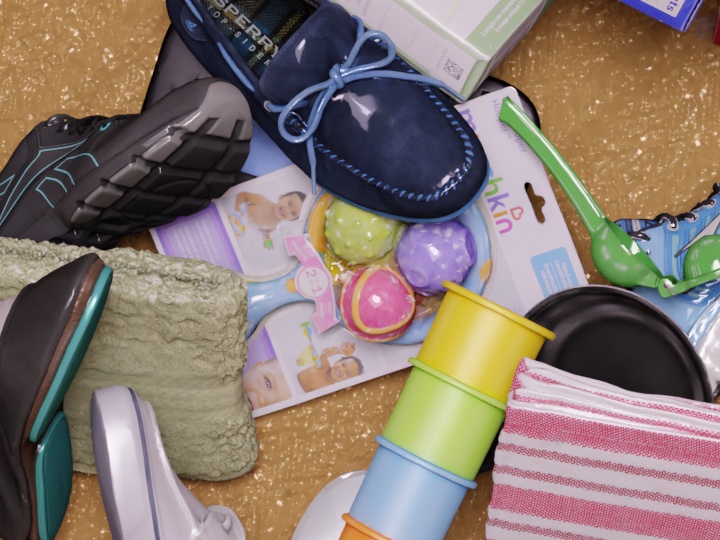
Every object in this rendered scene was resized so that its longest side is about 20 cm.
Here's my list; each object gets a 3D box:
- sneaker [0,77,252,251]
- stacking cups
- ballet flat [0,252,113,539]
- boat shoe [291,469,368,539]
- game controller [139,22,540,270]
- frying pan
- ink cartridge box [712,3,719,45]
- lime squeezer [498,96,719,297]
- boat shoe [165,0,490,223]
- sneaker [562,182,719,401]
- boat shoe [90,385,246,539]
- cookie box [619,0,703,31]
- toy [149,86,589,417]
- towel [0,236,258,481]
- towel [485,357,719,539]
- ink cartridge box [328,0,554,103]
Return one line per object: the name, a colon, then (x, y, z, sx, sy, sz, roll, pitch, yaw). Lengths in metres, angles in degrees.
sneaker: (-0.132, -0.048, 1.139, 0.200, 0.075, 0.080, -34, 62, 35)
stacking cups: (0.022, 0.106, 1.094, 0.060, 0.061, 0.201, 26, 92, 7)
ballet flat: (-0.165, 0.061, 1.095, 0.068, 0.201, 0.068, 20, 44, 2)
boat shoe: (-0.008, 0.198, 1.142, 0.070, 0.064, 0.201, 7, 85, 5)
game controller: (-0.012, -0.067, 1.172, 0.199, 0.042, 0.105, 18, 99, 6)
frying pan: (0.098, 0.088, 1.128, 0.115, 0.031, 0.190, 47, 121, 15)
ink cartridge box: (0.246, -0.197, 1.113, 0.084, 0.145, 0.201, 24, 87, 8)
lime squeezer: (0.154, -0.020, 1.094, 0.199, 0.038, 0.071, 16, 83, 14)
boat shoe: (-0.028, -0.091, 1.105, 0.199, 0.069, 0.084, 32, 76, 23)
sneaker: (0.167, -0.012, 1.139, 0.090, 0.078, 0.201, 31, 88, 10)
boat shoe: (-0.083, 0.144, 1.140, 0.065, 0.074, 0.201, -17, 110, -11)
cookie box: (0.100, -0.230, 1.081, 0.199, 0.075, 0.172, 26, 54, 1)
toy: (0.000, 0.000, 1.136, 0.199, 0.047, 0.116, -18, 102, 18)
towel: (-0.149, 0.041, 1.142, 0.199, 0.149, 0.037, 6, 45, 6)
towel: (0.131, 0.126, 1.094, 0.145, 0.201, 0.030, 10, 45, 6)
ink cartridge box: (0.016, -0.193, 1.152, 0.200, 0.048, 0.146, 38, 58, 6)
